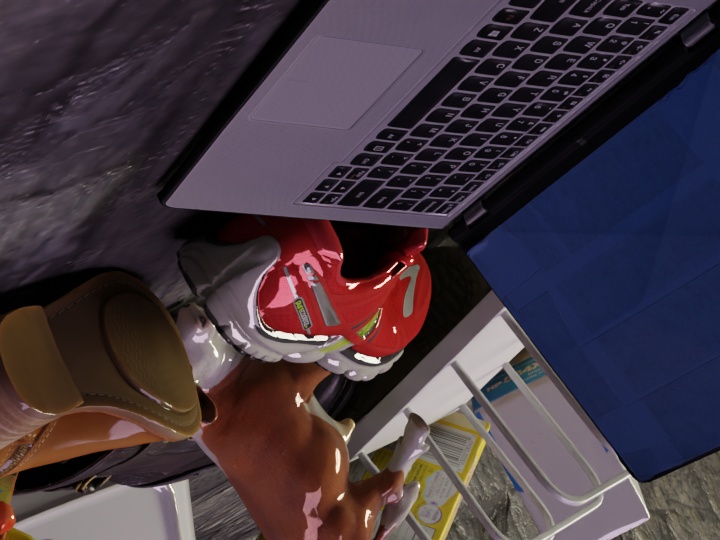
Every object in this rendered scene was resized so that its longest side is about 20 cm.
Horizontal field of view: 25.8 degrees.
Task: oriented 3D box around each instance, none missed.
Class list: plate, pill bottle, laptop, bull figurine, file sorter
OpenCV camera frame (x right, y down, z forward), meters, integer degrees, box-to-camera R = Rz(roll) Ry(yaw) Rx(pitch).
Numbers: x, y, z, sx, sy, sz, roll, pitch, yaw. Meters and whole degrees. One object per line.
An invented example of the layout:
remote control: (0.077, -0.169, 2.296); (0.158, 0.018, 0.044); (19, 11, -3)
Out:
plate: (-0.181, 0.209, 1.010); (0.199, 0.201, 0.032); (-18, -160, -36)
pill bottle: (0.139, -0.066, 0.586); (0.119, 0.120, 0.200); (-19, 168, -33)
laptop: (0.059, -0.007, 0.532); (0.199, 0.117, 0.187); (4, 156, -27)
bull figurine: (-0.038, 0.081, 0.845); (0.121, 0.201, 0.065); (-37, -150, -19)
file sorter: (0.114, 0.079, 0.937); (0.200, 0.125, 0.138); (-47, 163, 31)

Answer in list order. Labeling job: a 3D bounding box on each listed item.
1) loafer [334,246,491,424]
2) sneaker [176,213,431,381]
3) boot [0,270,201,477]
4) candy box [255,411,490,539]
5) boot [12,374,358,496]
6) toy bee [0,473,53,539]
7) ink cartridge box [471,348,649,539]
loafer: (0.010, 0.054, 0.994); (0.199, 0.076, 0.067); (-31, 162, 29)
sneaker: (0.000, 0.000, 0.712); (0.085, 0.077, 0.200); (-35, 168, 19)
boot: (-0.164, 0.061, 0.654); (0.154, 0.074, 0.200); (-24, 168, 17)
candy box: (0.012, 0.139, 0.999); (0.200, 0.102, 0.027); (-55, 156, -60)
boot: (-0.106, 0.086, 0.896); (0.199, 0.070, 0.174); (-28, 168, 13)
toy bee: (-0.180, 0.126, 0.719); (0.130, 0.201, 0.109); (18, 123, -33)
ink cartridge box: (0.151, 0.115, 1.259); (0.084, 0.146, 0.200); (-28, -164, 10)
